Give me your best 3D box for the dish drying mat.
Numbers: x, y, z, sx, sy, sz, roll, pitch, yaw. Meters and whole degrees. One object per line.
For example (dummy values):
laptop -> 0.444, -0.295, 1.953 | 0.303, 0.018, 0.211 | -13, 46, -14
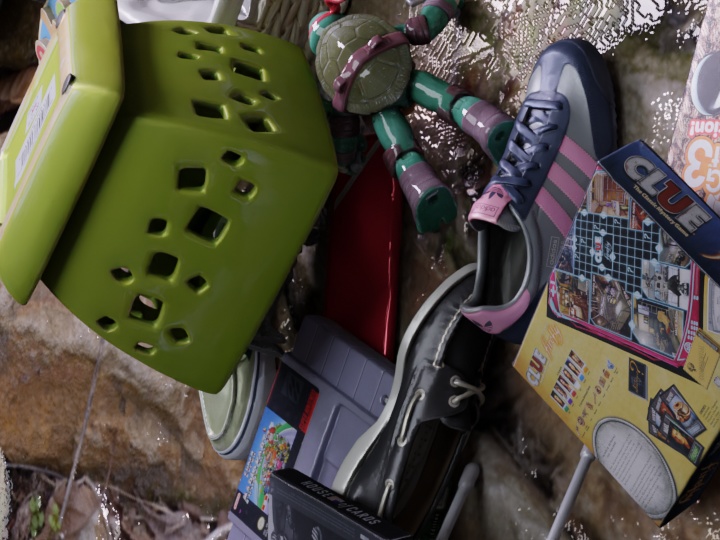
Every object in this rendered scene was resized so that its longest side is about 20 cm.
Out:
dish drying mat -> 0.000, 0.000, 1.302 | 0.077, 0.018, 0.201 | -2, 82, 49

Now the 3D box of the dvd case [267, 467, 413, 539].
dvd case -> -0.017, 0.248, 1.180 | 0.150, 0.025, 0.201 | 20, 113, 55

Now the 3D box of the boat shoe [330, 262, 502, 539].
boat shoe -> 0.049, 0.093, 1.174 | 0.060, 0.074, 0.200 | 35, 97, 43

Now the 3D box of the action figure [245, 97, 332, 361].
action figure -> -0.053, -0.039, 1.330 | 0.118, 0.054, 0.201 | 108, 174, -74

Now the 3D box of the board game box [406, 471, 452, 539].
board game box -> -0.015, 0.171, 1.288 | 0.200, 0.023, 0.105 | 19, 96, 50

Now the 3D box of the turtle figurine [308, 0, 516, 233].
turtle figurine -> 0.019, -0.126, 1.234 | 0.150, 0.101, 0.200 | -53, 54, 19

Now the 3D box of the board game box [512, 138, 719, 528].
board game box -> 0.160, 0.040, 0.987 | 0.136, 0.035, 0.200 | 49, 150, 21

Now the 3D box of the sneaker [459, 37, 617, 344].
sneaker -> 0.110, -0.053, 1.127 | 0.070, 0.082, 0.201 | 1, 84, 51

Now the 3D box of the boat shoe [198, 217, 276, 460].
boat shoe -> -0.109, 0.047, 1.392 | 0.072, 0.062, 0.201 | -13, 74, 49

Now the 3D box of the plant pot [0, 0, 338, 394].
plant pot -> -0.145, -0.066, 1.227 | 0.200, 0.181, 0.199 | -60, 23, 24

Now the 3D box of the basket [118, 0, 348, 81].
basket -> -0.106, -0.240, 1.393 | 0.200, 0.123, 0.136 | 35, 110, 47

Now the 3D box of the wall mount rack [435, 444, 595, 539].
wall mount rack -> 0.096, 0.197, 1.113 | 0.200, 0.074, 0.175 | -21, 71, 47

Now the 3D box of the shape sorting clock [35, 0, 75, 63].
shape sorting clock -> -0.225, -0.136, 1.474 | 0.200, 0.039, 0.201 | 35, 135, 44

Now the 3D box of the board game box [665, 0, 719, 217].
board game box -> 0.261, -0.090, 0.938 | 0.159, 0.097, 0.201 | 20, 99, 50

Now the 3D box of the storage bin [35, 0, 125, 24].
storage bin -> -0.237, -0.317, 1.520 | 0.200, 0.134, 0.146 | -48, 64, 23

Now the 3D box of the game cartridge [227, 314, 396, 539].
game cartridge -> -0.033, 0.146, 1.273 | 0.129, 0.038, 0.201 | 30, 106, 45

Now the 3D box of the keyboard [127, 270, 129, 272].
keyboard -> -0.167, -0.050, 1.514 | 0.104, 0.040, 0.200 | -37, 51, 14

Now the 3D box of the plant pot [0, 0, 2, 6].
plant pot -> -0.440, -0.304, 1.766 | 0.200, 0.200, 0.162 | 4, 98, 51
